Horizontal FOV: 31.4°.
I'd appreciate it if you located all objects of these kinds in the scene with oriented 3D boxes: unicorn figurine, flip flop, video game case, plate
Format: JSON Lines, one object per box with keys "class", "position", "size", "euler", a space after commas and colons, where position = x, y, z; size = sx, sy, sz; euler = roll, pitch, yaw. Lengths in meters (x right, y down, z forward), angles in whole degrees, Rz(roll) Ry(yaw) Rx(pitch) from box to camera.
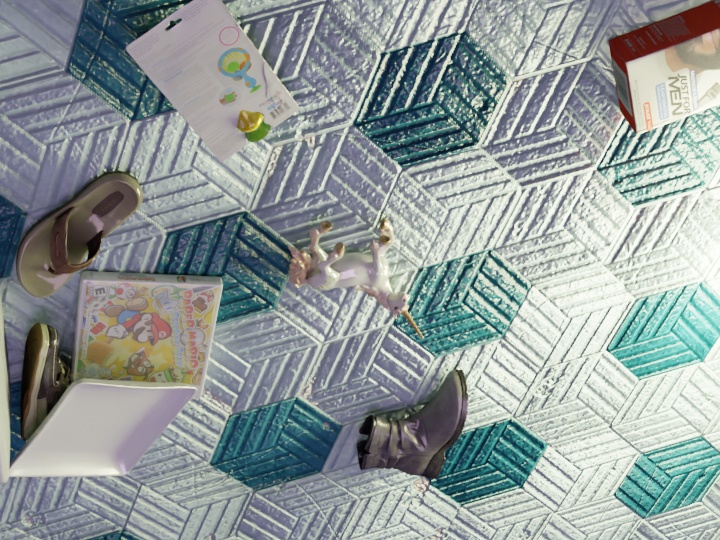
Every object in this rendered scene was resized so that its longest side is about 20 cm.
{"class": "unicorn figurine", "position": [0.000, 0.000, 1.657], "size": [0.196, 0.075, 0.138], "euler": [10, 136, -5]}
{"class": "flip flop", "position": [-0.337, -0.038, 1.532], "size": [0.199, 0.058, 0.081], "euler": [-38, 128, 15]}
{"class": "video game case", "position": [-0.282, 0.088, 1.672], "size": [0.179, 0.023, 0.202], "euler": [2, 127, -18]}
{"class": "plate", "position": [-0.343, 0.202, 1.685], "size": [0.198, 0.033, 0.200], "euler": [8, 134, -47]}

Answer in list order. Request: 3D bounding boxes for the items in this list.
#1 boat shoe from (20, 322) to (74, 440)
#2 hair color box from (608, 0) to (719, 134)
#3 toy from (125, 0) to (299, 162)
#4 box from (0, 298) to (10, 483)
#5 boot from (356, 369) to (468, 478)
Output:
{"class": "boat shoe", "position": [-0.403, 0.142, 1.656], "size": [0.064, 0.074, 0.201], "euler": [0, 137, -22]}
{"class": "hair color box", "position": [0.412, -0.257, 1.564], "size": [0.197, 0.064, 0.112], "euler": [-21, 130, 0]}
{"class": "toy", "position": [-0.165, -0.223, 1.440], "size": [0.114, 0.047, 0.200], "euler": [-32, 133, 7]}
{"class": "box", "position": [-0.527, 0.138, 1.544], "size": [0.196, 0.172, 0.201], "euler": [-4, 129, -13]}
{"class": "boot", "position": [0.073, 0.224, 1.855], "size": [0.129, 0.070, 0.202], "euler": [9, 121, -16]}
